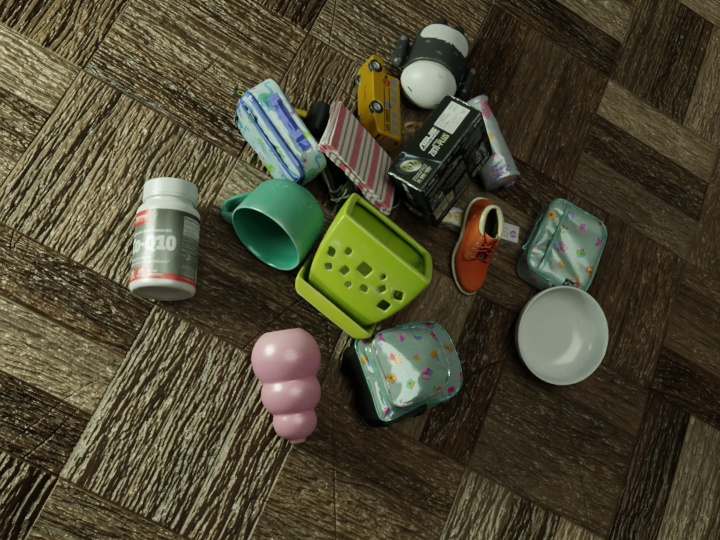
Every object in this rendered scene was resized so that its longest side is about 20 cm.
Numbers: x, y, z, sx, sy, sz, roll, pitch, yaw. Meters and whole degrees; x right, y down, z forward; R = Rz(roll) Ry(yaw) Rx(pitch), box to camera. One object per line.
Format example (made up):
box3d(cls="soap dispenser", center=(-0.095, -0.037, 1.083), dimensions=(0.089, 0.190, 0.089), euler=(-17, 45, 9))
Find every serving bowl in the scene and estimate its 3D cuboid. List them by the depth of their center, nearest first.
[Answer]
box3d(cls="serving bowl", center=(0.402, 0.131, 1.704), dimensions=(0.199, 0.066, 0.201), euler=(0, 90, -13))

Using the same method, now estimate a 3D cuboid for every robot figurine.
box3d(cls="robot figurine", center=(0.157, -0.435, 1.760), dimensions=(0.150, 0.125, 0.200), euler=(5, 60, 26))

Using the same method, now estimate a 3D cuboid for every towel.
box3d(cls="towel", center=(0.000, -0.214, 1.594), dimensions=(0.200, 0.030, 0.147), euler=(46, 36, -29))

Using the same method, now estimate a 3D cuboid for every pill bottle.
box3d(cls="pill bottle", center=(-0.344, -0.055, 1.480), dimensions=(0.114, 0.114, 0.201), euler=(6, 73, -18))

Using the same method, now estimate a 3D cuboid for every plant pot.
box3d(cls="plant pot", center=(0.000, 0.000, 1.527), dimensions=(0.199, 0.200, 0.182), euler=(39, 105, -6))

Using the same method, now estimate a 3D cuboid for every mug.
box3d(cls="mug", center=(-0.155, -0.104, 1.540), dimensions=(0.185, 0.152, 0.114), euler=(41, 58, -2))

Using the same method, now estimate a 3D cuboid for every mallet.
box3d(cls="mallet", center=(-0.159, -0.318, 1.667), dimensions=(0.199, 0.041, 0.066), euler=(9, 74, -12))

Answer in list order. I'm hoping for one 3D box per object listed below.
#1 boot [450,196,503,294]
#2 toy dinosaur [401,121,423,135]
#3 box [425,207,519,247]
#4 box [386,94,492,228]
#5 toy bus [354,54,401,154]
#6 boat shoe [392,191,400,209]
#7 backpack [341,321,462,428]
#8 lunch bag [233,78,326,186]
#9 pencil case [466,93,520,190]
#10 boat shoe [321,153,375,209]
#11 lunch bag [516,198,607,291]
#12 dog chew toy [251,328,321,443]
box3d(cls="boot", center=(0.236, -0.044, 1.665), dimensions=(0.075, 0.107, 0.201), euler=(5, 99, -15))
box3d(cls="toy dinosaur", center=(0.161, -0.291, 1.746), dimensions=(0.200, 0.060, 0.107), euler=(-26, 118, -51))
box3d(cls="box", center=(0.234, -0.095, 1.736), dimensions=(0.199, 0.039, 0.042), euler=(16, 72, -15))
box3d(cls="box", center=(0.160, -0.213, 1.636), dimensions=(0.086, 0.164, 0.200), euler=(33, 81, 27))
box3d(cls="toy bus", center=(0.037, -0.341, 1.708), dimensions=(0.078, 0.065, 0.201), euler=(15, 58, -27))
box3d(cls="boat shoe", center=(0.004, -0.199, 1.674), dimensions=(0.200, 0.062, 0.075), euler=(46, 64, -3))
box3d(cls="backpack", center=(0.089, 0.181, 1.548), dimensions=(0.200, 0.153, 0.176), euler=(-13, 74, -30))
box3d(cls="lunch bag", center=(-0.153, -0.253, 1.574), dimensions=(0.082, 0.161, 0.200), euler=(-36, 94, -19))
box3d(cls="pencil case", center=(0.268, -0.271, 1.776), dimensions=(0.083, 0.091, 0.200), euler=(-24, 80, 17))
box3d(cls="boat shoe", center=(-0.036, -0.160, 1.623), dimensions=(0.071, 0.072, 0.200), euler=(-35, 99, -54))
box3d(cls="lunch bag", center=(0.424, -0.043, 1.767), dimensions=(0.160, 0.077, 0.200), euler=(31, 67, -9))
box3d(cls="dog chew toy", center=(-0.126, 0.206, 1.484), dimensions=(0.124, 0.124, 0.201), euler=(-6, 85, -21))
